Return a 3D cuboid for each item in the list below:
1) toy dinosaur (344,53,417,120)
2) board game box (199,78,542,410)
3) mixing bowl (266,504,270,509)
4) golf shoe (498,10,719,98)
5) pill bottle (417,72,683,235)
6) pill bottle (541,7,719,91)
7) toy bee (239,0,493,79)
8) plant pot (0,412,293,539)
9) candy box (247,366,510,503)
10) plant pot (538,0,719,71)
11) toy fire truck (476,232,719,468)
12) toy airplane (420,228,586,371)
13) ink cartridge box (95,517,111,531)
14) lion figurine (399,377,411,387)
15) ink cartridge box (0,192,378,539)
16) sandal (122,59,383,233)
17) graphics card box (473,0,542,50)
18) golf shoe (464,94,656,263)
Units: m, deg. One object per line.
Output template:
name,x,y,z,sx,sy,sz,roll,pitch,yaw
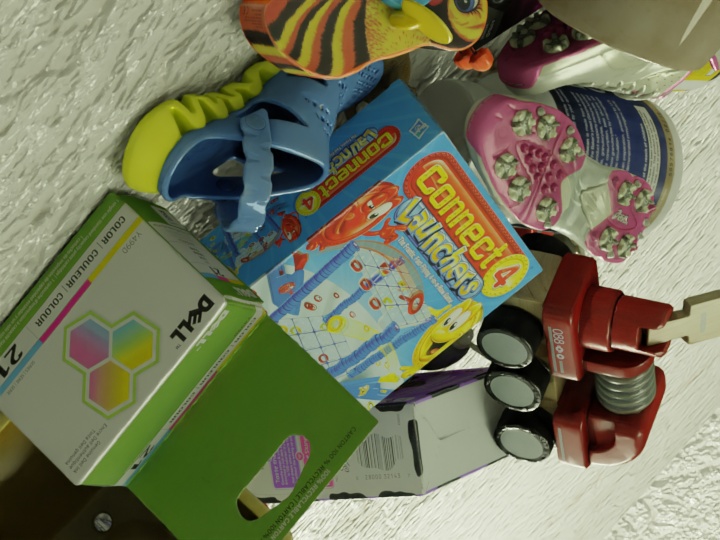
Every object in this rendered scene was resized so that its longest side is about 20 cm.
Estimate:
toy dinosaur,0.015,-0.132,1.494,0.101,0.058,0.200,-57,173,-21
board game box,0.000,0.000,1.496,0.195,0.056,0.200,-39,144,3
mixing bowl,-0.106,0.280,1.793,0.200,0.108,0.200,-46,-165,16
golf shoe,0.179,-0.147,1.539,0.199,0.075,0.092,-26,121,-28
pill bottle,0.132,-0.085,1.667,0.199,0.111,0.111,7,127,-39
pill bottle,0.210,-0.189,1.705,0.112,0.111,0.200,-54,162,20
toy bee,0.034,-0.154,1.341,0.199,0.109,0.131,-26,-161,-1
plant pot,-0.165,0.186,1.510,0.194,0.195,0.200,-46,171,-4
candy box,-0.004,0.126,1.744,0.199,0.072,0.167,-6,-176,29
plant pot,0.191,-0.226,1.396,0.200,0.199,0.175,-14,131,-60
toy fire truck,0.205,0.061,1.683,0.177,0.199,0.129,77,32,-47
toy airplane,0.103,0.014,1.828,0.200,0.141,0.199,-52,166,3
ink cartridge box,-0.198,0.253,1.773,0.109,0.050,0.200,-49,162,2
lion figurine,-0.030,0.038,1.670,0.199,0.123,0.073,-7,131,-41
ink cartridge box,-0.111,0.074,1.361,0.148,0.200,0.076,-50,162,7
sandal,-0.050,-0.080,1.374,0.200,0.087,0.080,-36,157,-38
graphics card box,0.133,-0.238,1.524,0.200,0.051,0.126,-34,158,-34
golf shoe,0.116,-0.066,1.523,0.200,0.091,0.076,34,86,-48
